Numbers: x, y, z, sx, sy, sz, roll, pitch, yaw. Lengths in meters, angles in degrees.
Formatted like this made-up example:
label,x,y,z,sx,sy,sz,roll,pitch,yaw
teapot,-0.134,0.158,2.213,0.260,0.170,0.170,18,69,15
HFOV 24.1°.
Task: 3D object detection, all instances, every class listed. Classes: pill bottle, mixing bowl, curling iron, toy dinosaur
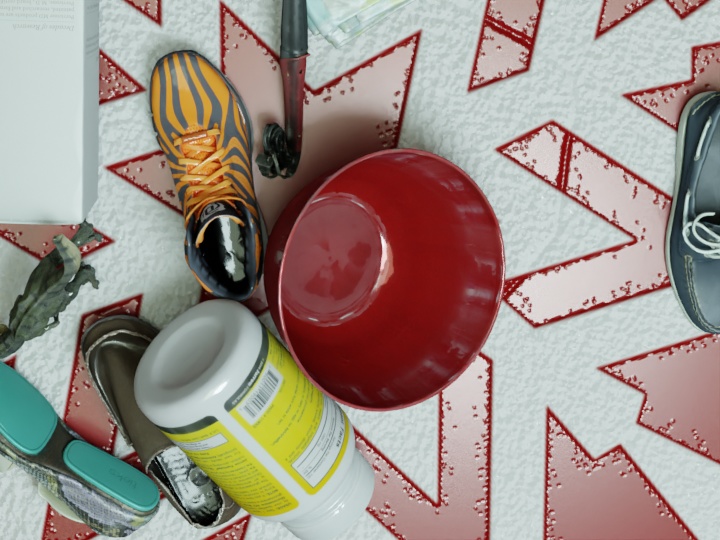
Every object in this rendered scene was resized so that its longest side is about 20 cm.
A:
label,x,y,z,sx,sy,sz,roll,pitch,yaw
pill bottle,-0.076,0.123,1.314,0.112,0.113,0.200,-37,125,4
mixing bowl,0.000,0.000,1.303,0.200,0.108,0.201,-7,103,-30
curling iron,-0.054,-0.157,1.293,0.025,0.050,0.201,16,119,15
toy dinosaur,-0.235,0.007,1.303,0.047,0.088,0.200,41,139,-1

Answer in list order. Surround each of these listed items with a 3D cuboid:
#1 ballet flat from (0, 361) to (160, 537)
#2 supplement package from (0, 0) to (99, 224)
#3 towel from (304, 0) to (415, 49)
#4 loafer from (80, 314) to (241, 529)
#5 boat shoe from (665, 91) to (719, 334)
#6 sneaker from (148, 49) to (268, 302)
label,x,y,z,sx,sy,sz,roll,pitch,yaw
ballet flat,-0.256,0.150,1.356,0.200,0.072,0.072,39,97,-7
supplement package,-0.259,-0.142,1.270,0.117,0.117,0.201,1,101,-4
towel,-0.001,-0.294,1.293,0.171,0.048,0.200,-29,102,0
loafer,-0.154,0.124,1.352,0.073,0.071,0.200,-33,101,3
boat shoe,0.290,-0.042,1.352,0.075,0.062,0.201,2,102,-6
sneaker,-0.111,-0.070,1.295,0.077,0.112,0.201,-18,102,0
